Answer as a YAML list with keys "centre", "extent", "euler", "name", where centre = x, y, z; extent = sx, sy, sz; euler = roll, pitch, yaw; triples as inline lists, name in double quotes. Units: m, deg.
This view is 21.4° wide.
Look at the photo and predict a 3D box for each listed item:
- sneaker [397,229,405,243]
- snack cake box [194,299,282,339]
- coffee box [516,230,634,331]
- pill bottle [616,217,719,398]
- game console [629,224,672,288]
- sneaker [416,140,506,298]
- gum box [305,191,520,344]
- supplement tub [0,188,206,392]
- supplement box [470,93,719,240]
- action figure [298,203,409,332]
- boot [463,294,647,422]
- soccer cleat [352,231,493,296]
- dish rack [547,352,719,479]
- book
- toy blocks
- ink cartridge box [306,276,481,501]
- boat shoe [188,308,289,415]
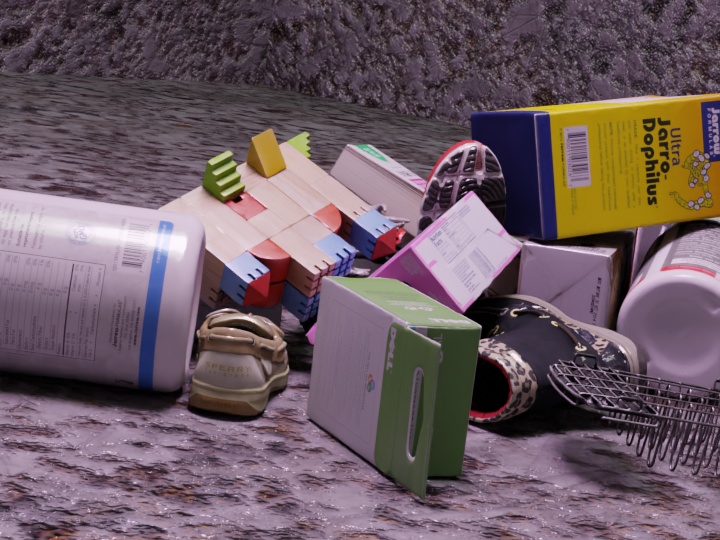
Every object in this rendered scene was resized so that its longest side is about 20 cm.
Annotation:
- centre: [0.086, -0.037, 2.084]
  extent: [0.200, 0.077, 0.085]
  euler: [-15, 29, -42]
  name: "sneaker"
- centre: [-0.155, 0.006, 1.641]
  extent: [0.115, 0.068, 0.200]
  euler: [2, 11, -25]
  name: "snack cake box"
- centre: [0.189, 0.025, 1.680]
  extent: [0.079, 0.115, 0.200]
  euler: [8, 8, 13]
  name: "coffee box"
- centre: [0.295, 0.023, 1.663]
  extent: [0.113, 0.114, 0.200]
  euler: [10, 23, 15]
  name: "pill bottle"
- centre: [0.354, 0.027, 1.793]
  extent: [0.199, 0.119, 0.172]
  euler: [8, 9, 5]
  name: "game console"
- centre: [0.075, -0.031, 1.648]
  extent: [0.077, 0.201, 0.085]
  euler: [-1, 34, -12]
  name: "sneaker"
- centre: [0.044, 0.017, 1.499]
  extent: [0.066, 0.113, 0.200]
  euler: [50, 23, 0]
  name: "gum box"
- centre: [-0.216, 0.012, 1.361]
  extent: [0.199, 0.133, 0.132]
  euler: [8, 9, -1]
  name: "supplement tub"
- centre: [0.210, -0.092, 1.662]
  extent: [0.199, 0.110, 0.109]
  euler: [-8, 7, -26]
  name: "supplement box"
- centre: [0.000, 0.000, 1.666]
  extent: [0.102, 0.119, 0.200]
  euler: [-4, -1, 17]
  name: "action figure"
- centre: [0.103, 0.067, 1.489]
  extent: [0.153, 0.074, 0.203]
  euler: [-5, 14, -42]
  name: "boot"
- centre: [0.077, 0.002, 1.803]
  extent: [0.199, 0.087, 0.070]
  euler: [10, 10, 13]
  name: "soccer cleat"
- centre: [0.232, 0.110, 1.351]
  extent: [0.199, 0.055, 0.153]
  euler: [11, 8, -9]
  name: "dish rack"
- centre: [0.073, -0.049, 1.775]
  extent: [0.200, 0.048, 0.134]
  euler: [33, 10, 7]
  name: "book"
- centre: [-0.066, -0.021, 1.514]
  extent: [0.137, 0.100, 0.200]
  euler: [38, 45, 22]
  name: "toy blocks"
- centre: [0.030, 0.075, 1.274]
  extent: [0.059, 0.104, 0.200]
  euler: [3, 11, -24]
  name: "ink cartridge box"
- centre: [-0.090, 0.055, 1.411]
  extent: [0.073, 0.063, 0.201]
  euler: [9, 10, 4]
  name: "boat shoe"
